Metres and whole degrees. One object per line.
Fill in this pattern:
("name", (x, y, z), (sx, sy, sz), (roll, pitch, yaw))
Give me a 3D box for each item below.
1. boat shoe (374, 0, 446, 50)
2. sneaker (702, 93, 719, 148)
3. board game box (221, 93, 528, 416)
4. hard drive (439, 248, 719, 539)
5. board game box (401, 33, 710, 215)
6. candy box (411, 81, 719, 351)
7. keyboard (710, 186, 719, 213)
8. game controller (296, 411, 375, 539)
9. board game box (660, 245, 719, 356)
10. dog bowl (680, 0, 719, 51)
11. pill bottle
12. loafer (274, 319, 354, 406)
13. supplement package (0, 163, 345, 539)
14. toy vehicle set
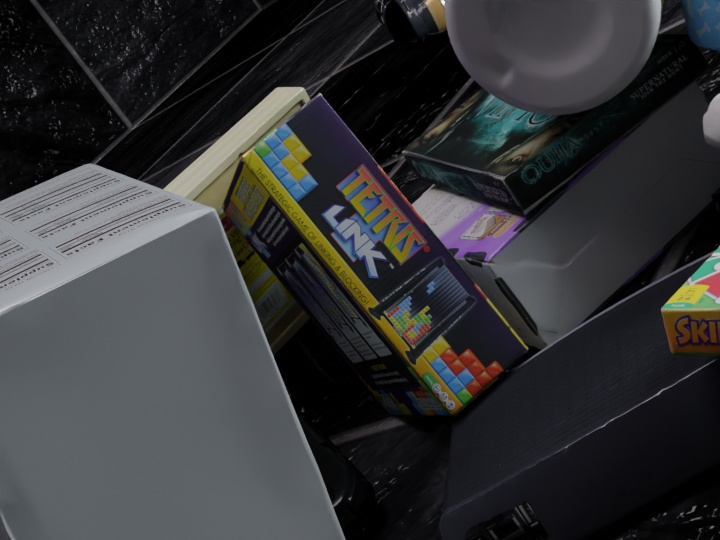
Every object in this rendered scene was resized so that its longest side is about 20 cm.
("boat shoe", (0.053, -0.309, 1.995), (0.062, 0.075, 0.200), (-34, 19, -11))
("sneaker", (0.238, -0.115, 0.789), (0.199, 0.089, 0.075), (-20, 12, -27))
("board game box", (0.000, 0.000, 0.896), (0.057, 0.166, 0.200), (-38, 2, -9))
("hard drive", (0.122, 0.058, 0.747), (0.199, 0.042, 0.135), (-33, 15, 18))
("board game box", (0.109, -0.094, 0.989), (0.135, 0.028, 0.200), (-38, 15, -7))
("candy box", (0.112, -0.037, 1.009), (0.168, 0.072, 0.200), (-41, 15, -14))
("keyboard", (0.247, -0.071, 0.882), (0.127, 0.021, 0.200), (-18, 23, 44))
("game controller", (-0.050, 0.139, 0.943), (0.105, 0.042, 0.200), (-53, 15, -2))
("board game box", (0.214, -0.019, 0.699), (0.095, 0.030, 0.200), (-2, 22, 39))
("dog bowl", (0.264, -0.153, 0.881), (0.199, 0.050, 0.112), (-8, 19, -10))
("pill bottle", (0.120, -0.174, 0.931), (0.114, 0.115, 0.200), (-30, 15, 26))
("loafer", (-0.005, 0.015, 1.120), (0.071, 0.073, 0.200), (-29, 17, 33))
("supplement package", (-0.135, 0.068, 0.830), (0.147, 0.192, 0.200), (-27, 20, -19))
("toy vehicle set", (-0.077, -0.006, 1.014), (0.026, 0.125, 0.200), (5, 41, 45))
